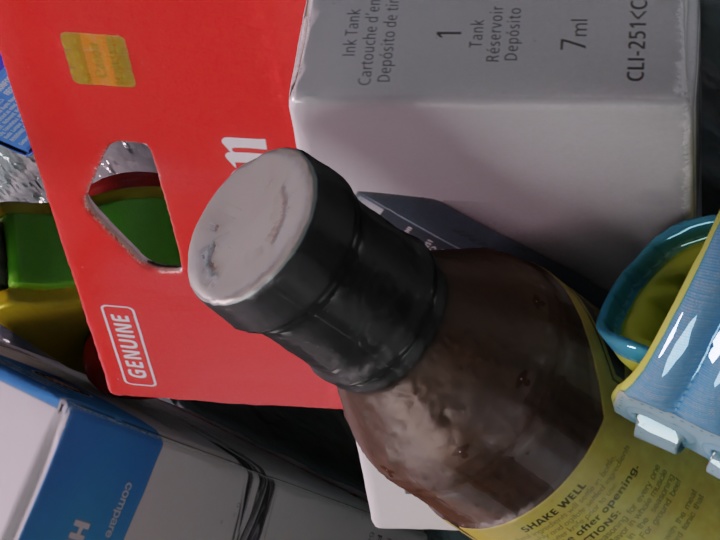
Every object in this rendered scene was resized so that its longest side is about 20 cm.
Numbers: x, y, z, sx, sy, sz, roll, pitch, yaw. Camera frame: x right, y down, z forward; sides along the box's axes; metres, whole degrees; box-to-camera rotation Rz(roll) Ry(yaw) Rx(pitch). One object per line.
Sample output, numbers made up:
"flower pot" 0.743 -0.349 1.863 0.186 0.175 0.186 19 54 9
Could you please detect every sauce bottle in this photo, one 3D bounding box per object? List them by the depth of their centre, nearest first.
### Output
"sauce bottle" 0.042 0.037 0.672 0.200 0.065 0.065 36 165 -37

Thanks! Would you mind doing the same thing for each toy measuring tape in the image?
"toy measuring tape" -0.086 -0.010 0.875 0.073 0.074 0.200 25 171 34

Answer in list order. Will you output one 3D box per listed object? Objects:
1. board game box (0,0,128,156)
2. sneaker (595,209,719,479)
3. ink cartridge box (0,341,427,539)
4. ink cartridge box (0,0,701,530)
"board game box" -0.126 -0.115 0.660 0.199 0.045 0.152 24 141 -27
"sneaker" 0.121 0.048 0.652 0.130 0.080 0.201 15 137 23
"ink cartridge box" -0.097 0.080 0.956 0.146 0.086 0.200 22 176 39
"ink cartridge box" 0.000 0.000 0.724 0.175 0.045 0.200 2 145 9
